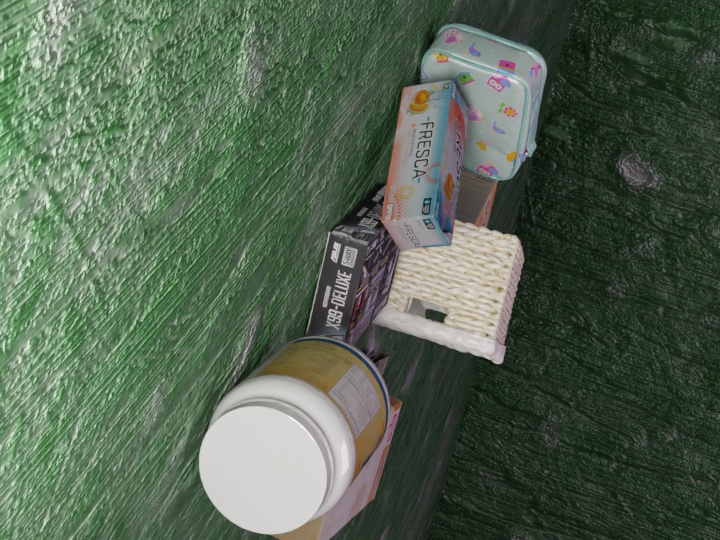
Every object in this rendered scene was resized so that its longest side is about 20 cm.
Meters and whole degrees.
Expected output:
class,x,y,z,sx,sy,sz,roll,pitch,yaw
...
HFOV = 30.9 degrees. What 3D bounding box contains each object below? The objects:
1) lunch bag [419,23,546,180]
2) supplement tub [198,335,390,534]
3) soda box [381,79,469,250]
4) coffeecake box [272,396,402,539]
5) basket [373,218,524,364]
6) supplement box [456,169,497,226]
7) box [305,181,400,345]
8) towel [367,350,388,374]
class,x,y,z,sx,sy,sz,roll,pitch,yaw
lunch bag,0.155,-0.212,1.662,0.200,0.160,0.077,92,20,-54
supplement tub,-0.061,0.155,1.249,0.200,0.144,0.145,-41,148,-69
soda box,0.078,-0.125,1.522,0.064,0.068,0.200,53,39,-50
coffeecake box,-0.031,0.251,1.679,0.200,0.073,0.154,-25,133,-64
basket,0.114,0.020,1.753,0.200,0.198,0.161,40,67,-78
supplement box,0.160,-0.065,2.153,0.200,0.073,0.126,-60,165,-46
box,0.000,0.000,1.542,0.200,0.050,0.158,-49,156,-62
towel,-0.023,0.216,1.859,0.193,0.034,0.200,-20,130,-72
